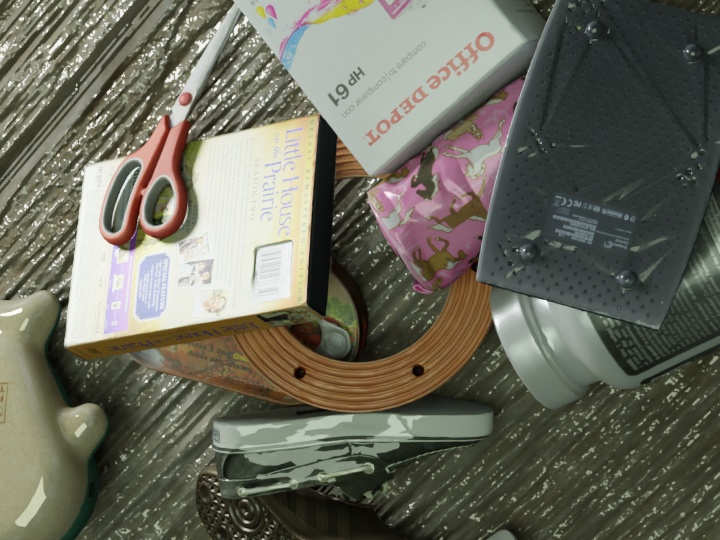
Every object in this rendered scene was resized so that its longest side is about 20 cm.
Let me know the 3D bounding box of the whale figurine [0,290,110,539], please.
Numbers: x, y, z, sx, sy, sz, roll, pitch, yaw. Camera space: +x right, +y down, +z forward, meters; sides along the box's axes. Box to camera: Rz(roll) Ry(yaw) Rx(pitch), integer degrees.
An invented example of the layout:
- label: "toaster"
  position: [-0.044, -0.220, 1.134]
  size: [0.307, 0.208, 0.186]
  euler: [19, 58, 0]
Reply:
- label: "whale figurine"
  position: [-0.252, 0.119, 1.618]
  size: [0.159, 0.104, 0.201]
  euler: [-7, 73, 18]

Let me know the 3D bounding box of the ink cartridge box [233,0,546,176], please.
- label: "ink cartridge box"
  position: [0.013, -0.183, 1.471]
  size: [0.144, 0.085, 0.200]
  euler: [-41, 82, 19]

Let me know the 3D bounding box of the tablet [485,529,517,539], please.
- label: "tablet"
  position: [0.057, 0.288, 1.541]
  size: [0.200, 0.014, 0.130]
  euler: [-37, 63, 18]

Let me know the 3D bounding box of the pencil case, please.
- label: "pencil case"
  position: [0.100, -0.069, 1.455]
  size: [0.200, 0.083, 0.087]
  euler: [-34, 67, 7]

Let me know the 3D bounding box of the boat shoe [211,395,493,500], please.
- label: "boat shoe"
  position: [-0.004, 0.127, 1.536]
  size: [0.199, 0.071, 0.064]
  euler: [-5, 97, 6]

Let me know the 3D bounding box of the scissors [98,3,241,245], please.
- label: "scissors"
  position: [-0.133, -0.110, 1.537]
  size: [0.073, 0.014, 0.201]
  euler: [4, 72, 36]

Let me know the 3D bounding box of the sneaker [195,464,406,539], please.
- label: "sneaker"
  position: [-0.031, 0.193, 1.573]
  size: [0.200, 0.075, 0.071]
  euler: [27, 119, 33]

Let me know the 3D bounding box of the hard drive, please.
- label: "hard drive"
  position: [0.160, -0.070, 1.375]
  size: [0.134, 0.042, 0.201]
  euler: [15, 84, 16]

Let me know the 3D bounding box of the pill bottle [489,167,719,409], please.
- label: "pill bottle"
  position: [0.194, 0.009, 1.442]
  size: [0.200, 0.116, 0.116]
  euler: [-27, 91, 19]

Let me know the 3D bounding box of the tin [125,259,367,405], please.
- label: "tin"
  position: [-0.091, 0.027, 1.572]
  size: [0.199, 0.042, 0.112]
  euler: [15, 108, 13]

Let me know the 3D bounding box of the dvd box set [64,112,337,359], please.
- label: "dvd box set"
  position: [-0.111, -0.022, 1.511]
  size: [0.199, 0.029, 0.147]
  euler: [-11, 63, 27]

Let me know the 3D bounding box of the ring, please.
- label: "ring"
  position: [0.000, 0.000, 1.516]
  size: [0.200, 0.019, 0.201]
  euler: [-2, 79, 8]
